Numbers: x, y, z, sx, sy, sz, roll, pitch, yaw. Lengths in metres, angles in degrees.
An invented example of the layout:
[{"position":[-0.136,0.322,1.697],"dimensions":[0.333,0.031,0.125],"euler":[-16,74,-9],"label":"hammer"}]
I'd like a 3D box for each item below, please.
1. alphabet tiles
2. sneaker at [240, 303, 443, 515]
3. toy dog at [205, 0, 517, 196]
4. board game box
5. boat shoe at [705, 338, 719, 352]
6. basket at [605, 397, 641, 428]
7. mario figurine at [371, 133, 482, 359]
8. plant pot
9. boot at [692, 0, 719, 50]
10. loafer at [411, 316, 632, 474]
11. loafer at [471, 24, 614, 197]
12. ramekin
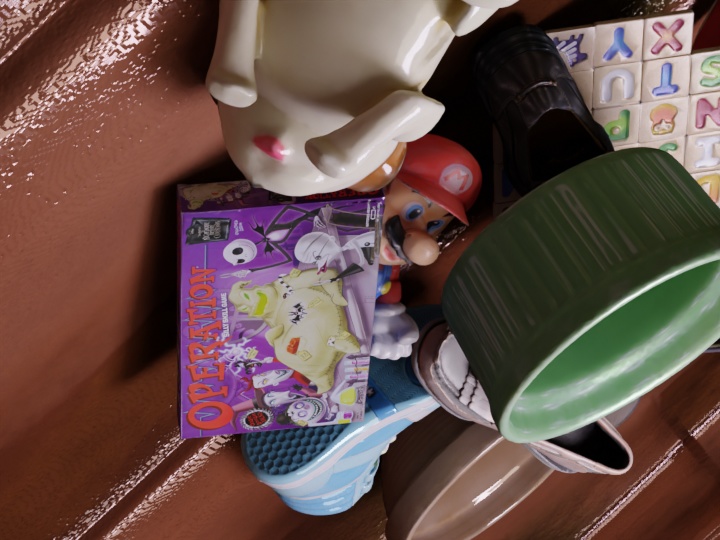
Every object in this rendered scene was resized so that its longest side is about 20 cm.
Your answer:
[{"position":[0.170,-0.084,1.446],"dimensions":[0.166,0.006,0.200],"euler":[-9,130,-7],"label":"alphabet tiles"},{"position":[0.009,0.106,1.586],"dimensions":[0.200,0.080,0.131],"euler":[-29,154,-6],"label":"sneaker"},{"position":[-0.012,-0.125,1.096],"dimensions":[0.194,0.139,0.200],"euler":[-74,-170,-54],"label":"toy dog"},{"position":[-0.051,0.024,1.293],"dimensions":[0.120,0.032,0.200],"euler":[-2,136,-6],"label":"board game box"},{"position":[0.184,0.028,1.499],"dimensions":[0.200,0.065,0.072],"euler":[0,138,-15],"label":"boat shoe"},{"position":[0.179,0.007,1.617],"dimensions":[0.180,0.136,0.200],"euler":[-36,156,-44],"label":"basket"},{"position":[0.000,0.000,1.336],"dimensions":[0.200,0.106,0.123],"euler":[-45,170,18],"label":"mario figurine"},{"position":[0.085,0.137,1.739],"dimensions":[0.201,0.093,0.201],"euler":[-34,158,-15],"label":"plant pot"},{"position":[0.276,-0.207,1.466],"dimensions":[0.200,0.072,0.144],"euler":[-54,155,9],"label":"boot"},{"position":[0.121,0.091,1.526],"dimensions":[0.200,0.063,0.072],"euler":[34,79,-38],"label":"loafer"},{"position":[0.130,-0.068,1.391],"dimensions":[0.073,0.072,0.200],"euler":[-31,137,8],"label":"loafer"},{"position":[0.148,0.012,1.360],"dimensions":[0.200,0.098,0.200],"euler":[-28,158,-12],"label":"ramekin"}]
